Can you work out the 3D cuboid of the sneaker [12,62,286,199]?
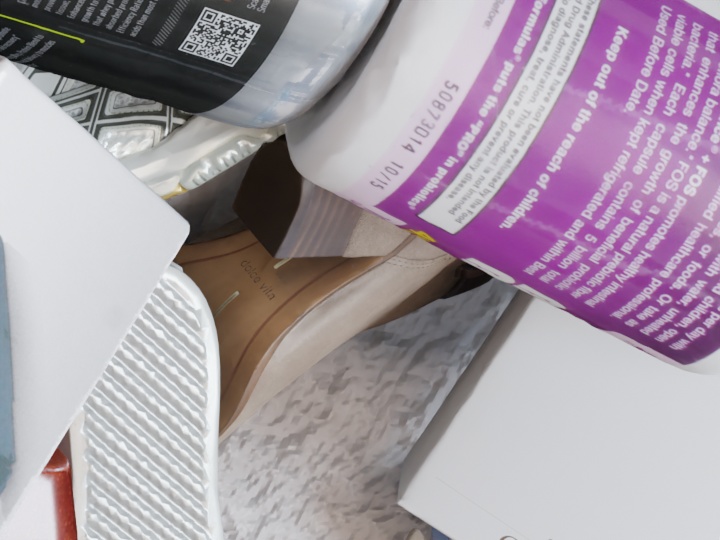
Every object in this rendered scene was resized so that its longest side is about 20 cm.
[{"bbox_3d":[-0.085,-0.056,0.728,0.200,0.076,0.088,-35,97,-26],"label":"sneaker"}]

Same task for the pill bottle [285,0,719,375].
[{"bbox_3d":[0.087,-0.036,0.698,0.200,0.112,0.112,27,109,-14],"label":"pill bottle"}]

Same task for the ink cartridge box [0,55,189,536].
[{"bbox_3d":[-0.152,0.026,0.575,0.200,0.045,0.176,-59,140,-11],"label":"ink cartridge box"}]

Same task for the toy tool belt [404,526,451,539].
[{"bbox_3d":[0.076,0.115,0.920,0.200,0.125,0.123,-3,129,6],"label":"toy tool belt"}]

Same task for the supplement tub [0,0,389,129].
[{"bbox_3d":[-0.094,-0.120,0.634,0.200,0.123,0.123,15,115,-27],"label":"supplement tub"}]

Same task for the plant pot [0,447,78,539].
[{"bbox_3d":[-0.194,0.107,0.718,0.200,0.200,0.177,8,108,-34],"label":"plant pot"}]

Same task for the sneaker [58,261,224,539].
[{"bbox_3d":[-0.089,0.086,0.789,0.074,0.082,0.200,3,100,-27],"label":"sneaker"}]

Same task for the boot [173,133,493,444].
[{"bbox_3d":[0.000,0.000,0.826,0.146,0.070,0.200,-12,152,-42],"label":"boot"}]

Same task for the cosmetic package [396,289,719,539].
[{"bbox_3d":[0.109,0.022,0.809,0.108,0.085,0.200,32,95,0],"label":"cosmetic package"}]
